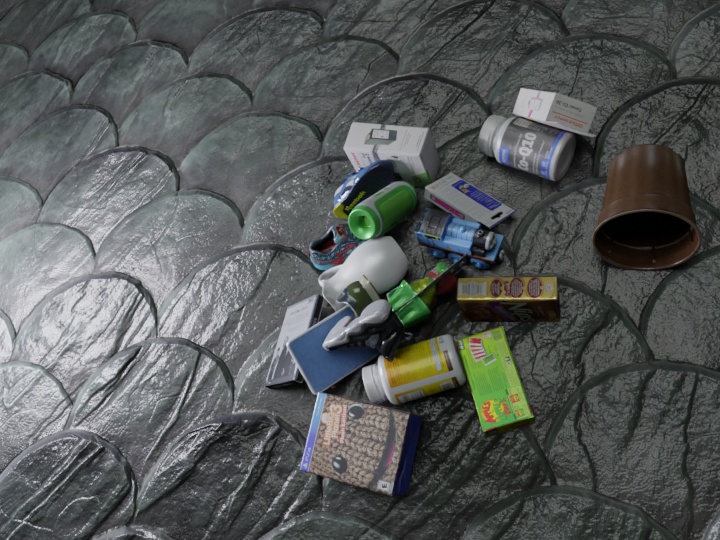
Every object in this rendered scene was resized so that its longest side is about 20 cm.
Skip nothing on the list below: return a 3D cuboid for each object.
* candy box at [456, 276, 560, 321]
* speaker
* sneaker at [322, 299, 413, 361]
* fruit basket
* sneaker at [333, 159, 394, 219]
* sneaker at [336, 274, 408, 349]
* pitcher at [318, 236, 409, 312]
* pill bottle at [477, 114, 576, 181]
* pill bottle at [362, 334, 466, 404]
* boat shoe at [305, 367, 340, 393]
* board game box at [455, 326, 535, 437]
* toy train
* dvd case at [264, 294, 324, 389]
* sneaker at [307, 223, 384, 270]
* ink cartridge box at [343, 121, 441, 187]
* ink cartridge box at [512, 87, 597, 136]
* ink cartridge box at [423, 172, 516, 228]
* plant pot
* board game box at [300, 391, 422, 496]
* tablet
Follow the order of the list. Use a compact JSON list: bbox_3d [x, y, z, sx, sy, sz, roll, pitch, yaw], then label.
[{"bbox_3d":[0.308,0.061,1.422,0.200,0.117,0.057,-3,63,18],"label":"candy box"},{"bbox_3d":[0.056,-0.141,1.585,0.088,0.089,0.200,19,34,27],"label":"speaker"},{"bbox_3d":[0.014,0.142,1.390,0.200,0.114,0.076,-33,18,40],"label":"sneaker"},{"bbox_3d":[0.143,0.035,1.458,0.200,0.185,0.094,-45,80,-5],"label":"fruit basket"},{"bbox_3d":[0.001,-0.211,1.666,0.200,0.074,0.082,-38,39,33],"label":"sneaker"},{"bbox_3d":[0.022,0.113,1.469,0.090,0.200,0.067,-32,15,-4],"label":"sneaker"},{"bbox_3d":[0.000,0.000,1.572,0.200,0.121,0.172,-34,31,-1],"label":"pitcher"},{"bbox_3d":[0.381,-0.288,1.586,0.200,0.114,0.114,24,73,29],"label":"pill bottle"},{"bbox_3d":[0.109,0.209,1.417,0.200,0.109,0.109,-18,59,9],"label":"pill bottle"},{"bbox_3d":[-0.050,0.177,1.521,0.074,0.063,0.202,-22,35,55],"label":"boat shoe"},{"bbox_3d":[0.271,0.223,1.389,0.101,0.048,0.200,-19,58,9],"label":"board game box"},{"bbox_3d":[0.220,-0.068,1.524,0.200,0.114,0.087,17,70,26],"label":"toy train"},{"bbox_3d":[-0.147,0.160,1.532,0.150,0.025,0.200,-23,46,55],"label":"dvd case"},{"bbox_3d":[-0.032,-0.072,1.625,0.200,0.096,0.079,-31,58,2],"label":"sneaker"},{"bbox_3d":[0.079,-0.280,1.669,0.200,0.146,0.084,10,68,24],"label":"ink cartridge box"},{"bbox_3d":[0.443,-0.356,1.542,0.200,0.116,0.068,-128,53,-65],"label":"ink cartridge box"},{"bbox_3d":[0.250,-0.154,1.587,0.095,0.037,0.200,-31,50,-31],"label":"ink cartridge box"},{"bbox_3d":[0.582,-0.136,1.399,0.200,0.200,0.198,3,57,21],"label":"plant pot"},{"bbox_3d":[0.004,0.344,1.371,0.200,0.097,0.160,8,78,23],"label":"board game box"},{"bbox_3d":[-0.047,0.161,1.470,0.200,0.014,0.130,-31,95,-22],"label":"tablet"}]
